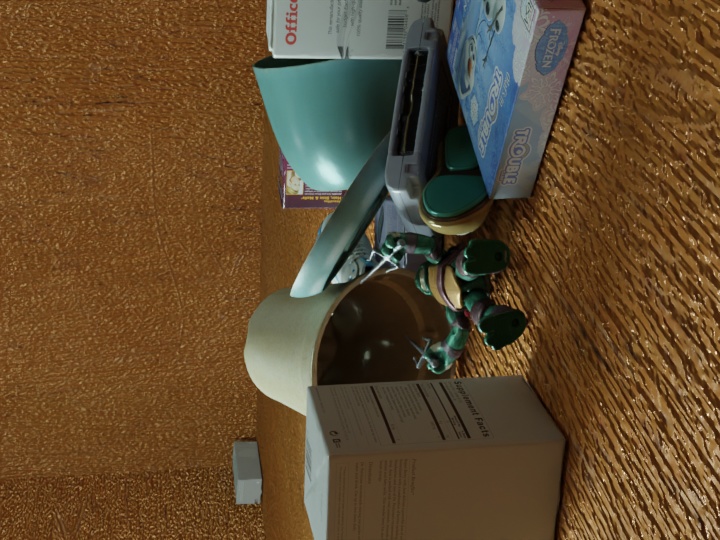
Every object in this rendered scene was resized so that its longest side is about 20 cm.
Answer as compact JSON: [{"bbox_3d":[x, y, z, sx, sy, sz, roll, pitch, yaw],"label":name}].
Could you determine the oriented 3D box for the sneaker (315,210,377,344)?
[{"bbox_3d":[0.000,0.000,1.406,0.087,0.074,0.201,113,146,-52],"label":"sneaker"}]

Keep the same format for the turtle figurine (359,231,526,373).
[{"bbox_3d":[0.081,0.016,1.099,0.150,0.100,0.200,58,161,-13],"label":"turtle figurine"}]

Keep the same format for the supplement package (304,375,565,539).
[{"bbox_3d":[0.058,0.172,0.981,0.120,0.198,0.122,-117,27,-65],"label":"supplement package"}]

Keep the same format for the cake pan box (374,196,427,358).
[{"bbox_3d":[0.055,0.012,1.396,0.184,0.052,0.202,-154,63,-81],"label":"cake pan box"}]

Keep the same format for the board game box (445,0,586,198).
[{"bbox_3d":[0.126,-0.203,0.989,0.201,0.043,0.200,99,164,-47],"label":"board game box"}]

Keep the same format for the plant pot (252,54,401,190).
[{"bbox_3d":[-0.018,-0.191,1.406,0.201,0.199,0.162,-124,21,-71],"label":"plant pot"}]

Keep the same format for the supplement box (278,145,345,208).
[{"bbox_3d":[-0.081,-0.211,1.947,0.086,0.109,0.202,-110,21,-62],"label":"supplement box"}]

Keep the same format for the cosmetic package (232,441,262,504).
[{"bbox_3d":[-0.371,0.660,3.758,0.200,0.089,0.108,-104,18,-61],"label":"cosmetic package"}]

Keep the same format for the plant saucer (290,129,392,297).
[{"bbox_3d":[-0.007,-0.052,1.162,0.201,0.027,0.200,-57,-3,-5],"label":"plant saucer"}]

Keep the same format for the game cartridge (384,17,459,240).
[{"bbox_3d":[0.065,-0.131,1.145,0.133,0.041,0.202,56,-142,-55],"label":"game cartridge"}]

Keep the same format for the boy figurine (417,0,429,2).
[{"bbox_3d":[0.075,-0.351,1.096,0.065,0.124,0.200,-52,-4,-33],"label":"boy figurine"}]

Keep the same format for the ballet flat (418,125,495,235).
[{"bbox_3d":[0.095,-0.069,1.060,0.200,0.068,0.064,-68,-24,-58],"label":"ballet flat"}]

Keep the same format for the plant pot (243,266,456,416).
[{"bbox_3d":[-0.026,0.092,1.271,0.183,0.199,0.203,6,98,52],"label":"plant pot"}]

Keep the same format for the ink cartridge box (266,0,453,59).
[{"bbox_3d":[-0.003,-0.311,1.247,0.084,0.198,0.145,-111,22,-60],"label":"ink cartridge box"}]
